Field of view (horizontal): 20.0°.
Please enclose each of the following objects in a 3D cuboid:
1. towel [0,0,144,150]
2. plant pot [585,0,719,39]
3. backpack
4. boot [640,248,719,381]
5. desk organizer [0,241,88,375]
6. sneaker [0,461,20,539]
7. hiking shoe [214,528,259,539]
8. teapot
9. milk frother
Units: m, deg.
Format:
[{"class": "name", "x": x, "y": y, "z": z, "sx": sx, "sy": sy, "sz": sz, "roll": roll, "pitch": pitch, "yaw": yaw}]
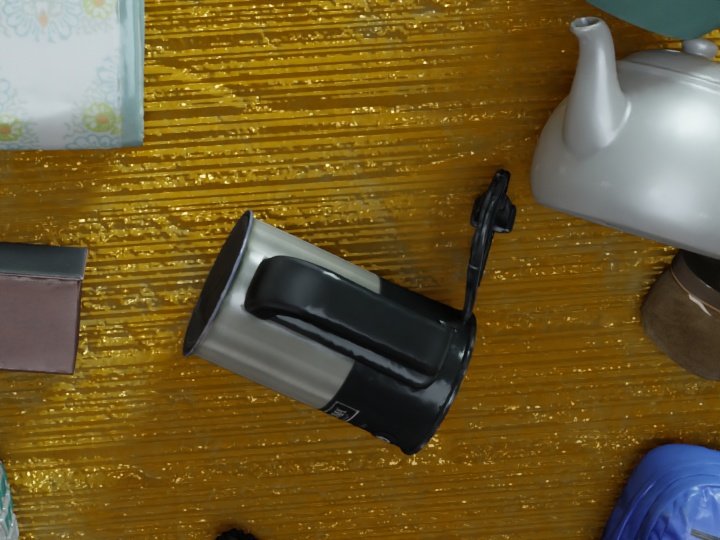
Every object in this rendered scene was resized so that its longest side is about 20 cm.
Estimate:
[{"class": "towel", "x": -0.239, "y": -0.184, "z": 1.444, "sx": 0.171, "sy": 0.048, "sz": 0.200, "roll": 0, "pitch": 106, "yaw": -2}, {"class": "plant pot", "x": 0.214, "y": -0.256, "z": 1.393, "sx": 0.200, "sy": 0.201, "sz": 0.161, "roll": 20, "pitch": 113, "yaw": -11}, {"class": "backpack", "x": 0.267, "y": 0.246, "z": 1.552, "sx": 0.162, "sy": 0.168, "sz": 0.200, "roll": 19, "pitch": 99, "yaw": -17}, {"class": "boot", "x": 0.304, "y": 0.061, "z": 1.561, "sx": 0.200, "sy": 0.074, "sz": 0.075, "roll": 32, "pitch": 119, "yaw": -9}, {"class": "desk organizer", "x": -0.302, "y": 0.023, "z": 1.483, "sx": 0.200, "sy": 0.072, "sz": 0.077, "roll": 4, "pitch": 108, "yaw": -6}, {"class": "sneaker", "x": -0.302, "y": 0.210, "z": 1.536, "sx": 0.091, "sy": 0.078, "sz": 0.200, "roll": -12, "pitch": 105, "yaw": 2}, {"class": "hiking shoe", "x": -0.072, "y": 0.294, "z": 1.578, "sx": 0.087, "sy": 0.074, "sz": 0.200, "roll": -30, "pitch": 106, "yaw": 3}, {"class": "teapot", "x": 0.225, "y": -0.093, "z": 1.449, "sx": 0.197, "sy": 0.200, "sz": 0.146, "roll": 17, "pitch": 91, "yaw": 3}, {"class": "milk frother", "x": 0.000, "y": 0.000, "z": 1.486, "sx": 0.188, "sy": 0.181, "sz": 0.200, "roll": 25, "pitch": 59, "yaw": -12}]
